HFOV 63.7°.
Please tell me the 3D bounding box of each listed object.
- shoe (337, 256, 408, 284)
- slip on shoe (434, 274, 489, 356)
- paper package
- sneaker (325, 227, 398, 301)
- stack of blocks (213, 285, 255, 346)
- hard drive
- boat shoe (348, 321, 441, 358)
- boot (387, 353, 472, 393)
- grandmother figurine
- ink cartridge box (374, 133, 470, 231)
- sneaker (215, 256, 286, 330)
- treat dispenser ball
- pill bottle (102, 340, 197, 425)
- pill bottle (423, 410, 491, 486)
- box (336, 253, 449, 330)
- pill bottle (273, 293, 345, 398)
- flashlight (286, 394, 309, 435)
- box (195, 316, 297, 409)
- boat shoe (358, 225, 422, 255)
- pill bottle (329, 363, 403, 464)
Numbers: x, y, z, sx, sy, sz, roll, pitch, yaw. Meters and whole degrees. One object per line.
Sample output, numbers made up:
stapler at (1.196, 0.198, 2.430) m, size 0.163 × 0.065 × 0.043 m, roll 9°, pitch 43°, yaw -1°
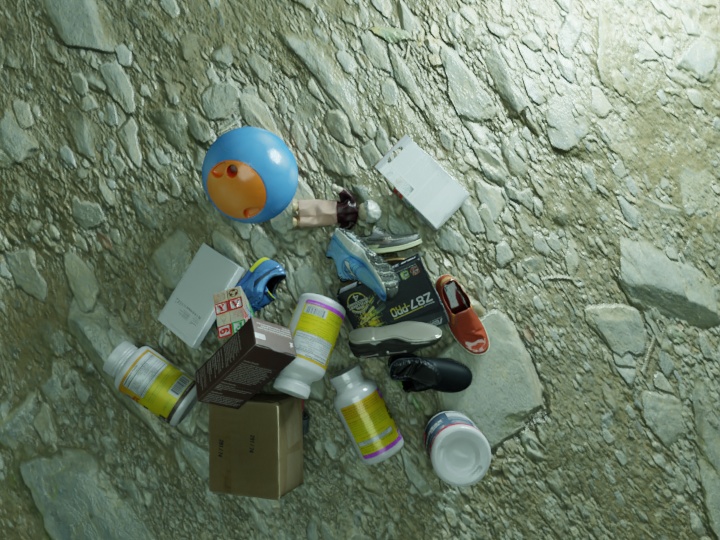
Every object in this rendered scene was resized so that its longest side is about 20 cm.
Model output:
shoe at (0.048, -0.002, 1.295) m, size 0.199 × 0.053 × 0.070 m, roll 1°, pitch 107°, yaw 0°
slip on shoe at (0.227, 0.101, 1.293) m, size 0.074 × 0.061 × 0.201 m, roll -26°, pitch 90°, yaw -3°
paper package at (-0.223, 0.365, 1.234) m, size 0.190 × 0.103 × 0.201 m, roll -3°, pitch 89°, yaw 24°
sneaker at (0.000, 0.000, 1.217) m, size 0.200 × 0.078 × 0.090 m, roll 47°, pitch 111°, yaw 30°
stack of blocks at (-0.243, 0.141, 1.221) m, size 0.058 × 0.200 × 0.115 m, roll -17°, pitch 50°, yaw -3°
hard drive at (-0.353, 0.053, 1.277) m, size 0.132 × 0.027 × 0.200 m, roll 30°, pitch 89°, yaw 30°
boat shoe at (0.074, 0.151, 1.234) m, size 0.199 × 0.067 × 0.057 m, roll -4°, pitch 124°, yaw 9°
boot at (0.153, 0.226, 1.235) m, size 0.199 × 0.168 × 0.077 m, roll 15°, pitch 90°, yaw 0°
grandmother figurine at (-0.052, -0.134, 1.300) m, size 0.199 × 0.061 × 0.122 m, roll 0°, pitch 117°, yaw -3°
ink cartridge box at (0.136, -0.197, 1.305) m, size 0.200 × 0.050 × 0.109 m, roll 44°, pitch 89°, yaw 2°
sneaker at (-0.240, 0.065, 1.274) m, size 0.078 × 0.066 × 0.200 m, roll 36°, pitch 87°, yaw 31°
treat dispenser ball at (-0.232, -0.200, 1.225) m, size 0.200 × 0.201 × 0.202 m, roll 0°, pitch 89°, yaw -1°
pill bottle at (-0.450, 0.240, 1.258) m, size 0.200 × 0.109 × 0.109 m, roll 34°, pitch 89°, yaw 1°
pill bottle at (0.194, 0.362, 1.216) m, size 0.119 × 0.200 × 0.120 m, roll 0°, pitch 88°, yaw 0°
box at (0.071, 0.076, 1.265) m, size 0.199 × 0.049 × 0.162 m, roll -24°, pitch 106°, yaw 10°
pill bottle at (-0.109, 0.156, 1.195) m, size 0.104 × 0.104 × 0.201 m, roll 20°, pitch 71°, yaw 0°
flashlight at (-0.131, 0.263, 1.287) m, size 0.067 × 0.068 × 0.201 m, roll 5°, pitch 92°, yaw 25°
box at (-0.227, 0.184, 1.130) m, size 0.200 × 0.100 × 0.075 m, roll -41°, pitch 46°, yaw 26°
boat shoe at (0.036, -0.066, 1.288) m, size 0.200 × 0.072 × 0.066 m, roll -11°, pitch 94°, yaw 1°
pill bottle at (0.008, 0.310, 1.263) m, size 0.104 × 0.104 × 0.201 m, roll -26°, pitch 90°, yaw -1°
